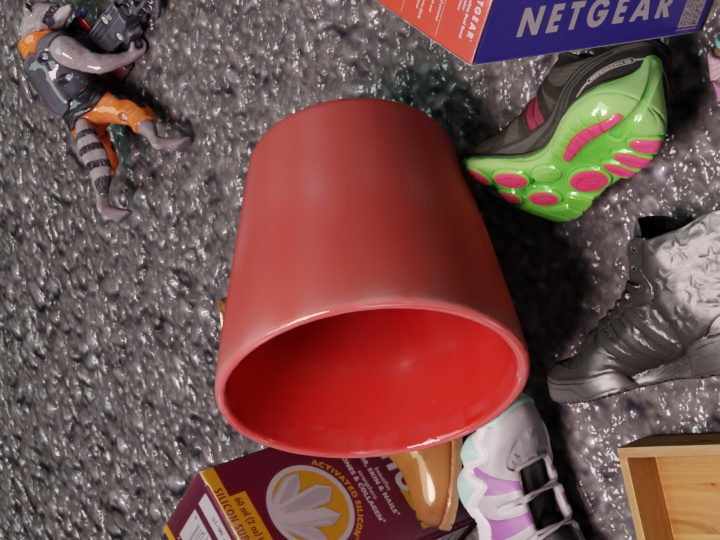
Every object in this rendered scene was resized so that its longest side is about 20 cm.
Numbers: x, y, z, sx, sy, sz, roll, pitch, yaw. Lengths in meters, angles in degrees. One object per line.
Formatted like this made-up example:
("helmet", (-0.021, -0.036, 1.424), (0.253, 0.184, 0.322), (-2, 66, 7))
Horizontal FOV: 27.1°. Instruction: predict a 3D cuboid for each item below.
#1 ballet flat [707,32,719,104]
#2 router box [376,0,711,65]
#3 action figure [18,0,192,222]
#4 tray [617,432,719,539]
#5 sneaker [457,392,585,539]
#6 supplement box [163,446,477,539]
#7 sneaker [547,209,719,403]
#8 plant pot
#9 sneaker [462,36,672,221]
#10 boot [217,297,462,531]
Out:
("ballet flat", (0.250, -0.084, 0.697), (0.200, 0.069, 0.071), (8, 125, 53))
("router box", (0.077, -0.188, 0.846), (0.179, 0.199, 0.049), (41, 129, 34))
("action figure", (-0.231, -0.165, 1.302), (0.194, 0.104, 0.200), (54, 139, 11))
("tray", (0.247, 0.145, 0.877), (0.200, 0.037, 0.099), (-11, 92, 50))
("sneaker", (0.137, 0.186, 0.997), (0.140, 0.078, 0.201), (23, 128, 42))
("supplement box", (-0.024, 0.182, 1.081), (0.111, 0.199, 0.086), (57, 138, 22))
("sneaker", (0.184, 0.014, 0.897), (0.199, 0.060, 0.105), (-17, 89, 46))
("plant pot", (0.000, 0.000, 0.967), (0.200, 0.200, 0.178), (-47, 39, 46))
("sneaker", (0.133, -0.088, 0.925), (0.200, 0.077, 0.084), (-23, 38, 61))
("boot", (-0.015, 0.094, 1.050), (0.077, 0.154, 0.201), (132, 129, -69))
